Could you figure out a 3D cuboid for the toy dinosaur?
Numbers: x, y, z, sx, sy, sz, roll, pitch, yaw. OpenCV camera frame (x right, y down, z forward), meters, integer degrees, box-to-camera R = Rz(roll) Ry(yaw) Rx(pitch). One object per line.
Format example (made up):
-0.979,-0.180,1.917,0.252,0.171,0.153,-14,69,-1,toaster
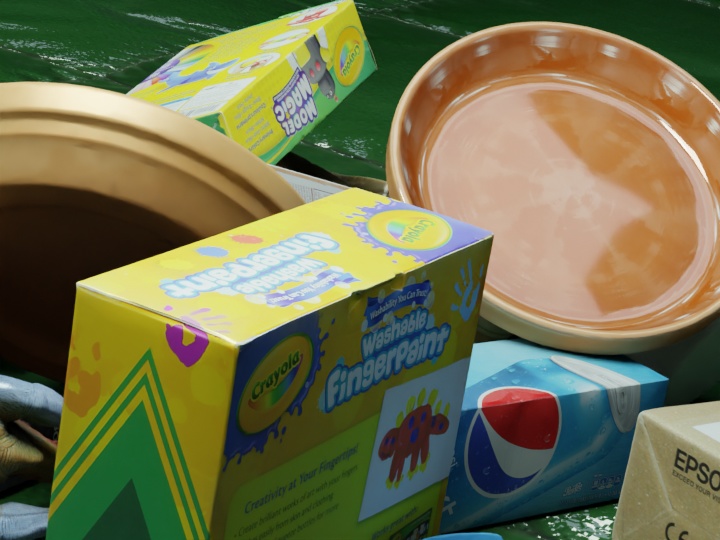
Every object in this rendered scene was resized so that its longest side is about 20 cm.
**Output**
-0.180,0.080,0.847,0.180,0.106,0.200,12,-9,-14,toy dinosaur

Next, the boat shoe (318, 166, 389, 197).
0.003,-0.019,1.270,0.199,0.074,0.066,29,4,28,boat shoe

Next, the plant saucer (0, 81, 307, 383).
-0.112,-0.003,0.925,0.199,0.201,0.038,11,56,4,plant saucer

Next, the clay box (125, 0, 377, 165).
-0.071,-0.090,1.168,0.114,0.048,0.200,-12,19,29,clay box

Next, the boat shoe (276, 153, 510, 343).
0.000,0.000,1.189,0.200,0.067,0.074,34,15,32,boat shoe

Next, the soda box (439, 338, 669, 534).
0.050,0.077,1.018,0.199,0.065,0.068,-6,24,-39,soda box

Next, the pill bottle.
0.132,-0.025,1.197,0.114,0.115,0.200,-13,55,-50,pill bottle

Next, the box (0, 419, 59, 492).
-0.249,0.059,0.959,0.199,0.036,0.143,21,21,25,box

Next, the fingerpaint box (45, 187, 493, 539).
-0.035,0.071,0.826,0.073,0.168,0.200,18,20,25,fingerpaint box

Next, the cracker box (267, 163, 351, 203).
-0.071,-0.009,1.062,0.133,0.058,0.200,-9,-12,28,cracker box

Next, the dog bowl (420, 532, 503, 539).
0.102,0.151,0.846,0.199,0.050,0.112,4,19,-17,dog bowl

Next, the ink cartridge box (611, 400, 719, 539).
0.239,0.123,0.964,0.164,0.076,0.200,-5,22,-36,ink cartridge box

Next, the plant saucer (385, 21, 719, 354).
0.109,-0.042,1.112,0.199,0.032,0.201,7,54,-10,plant saucer
